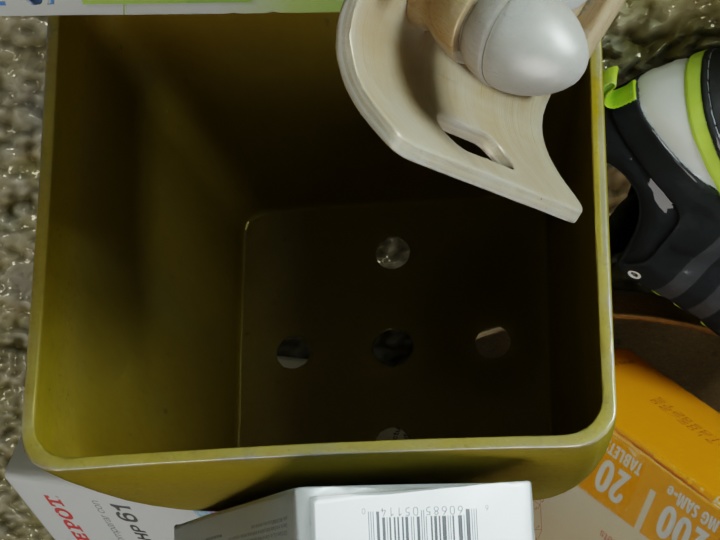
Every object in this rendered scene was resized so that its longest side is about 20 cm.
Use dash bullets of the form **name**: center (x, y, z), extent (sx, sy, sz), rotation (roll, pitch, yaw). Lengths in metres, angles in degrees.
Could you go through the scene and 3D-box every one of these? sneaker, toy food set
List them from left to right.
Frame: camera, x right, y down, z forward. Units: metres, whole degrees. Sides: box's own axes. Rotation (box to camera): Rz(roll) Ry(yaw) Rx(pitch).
- **toy food set**: center (0.085, -0.113, 0.675), extent (0.200, 0.060, 0.143), rotation (-58, 153, 9)
- **sneaker**: center (0.141, -0.015, 0.923), extent (0.083, 0.072, 0.200), rotation (-9, 133, 19)

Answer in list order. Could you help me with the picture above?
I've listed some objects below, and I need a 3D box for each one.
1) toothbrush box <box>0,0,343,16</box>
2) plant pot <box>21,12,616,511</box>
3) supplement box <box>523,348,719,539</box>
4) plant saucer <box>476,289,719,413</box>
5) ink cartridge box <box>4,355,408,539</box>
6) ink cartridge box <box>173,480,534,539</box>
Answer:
- **toothbrush box**: center (-0.037, -0.158, 0.715), extent (0.199, 0.086, 0.146), rotation (1, 144, 5)
- **plant pot**: center (0.000, 0.000, 0.858), extent (0.199, 0.200, 0.176), rotation (-4, 158, 10)
- **supplement box**: center (0.102, 0.151, 0.961), extent (0.073, 0.126, 0.200), rotation (-7, 122, -45)
- **plant saucer**: center (0.110, 0.062, 1.056), extent (0.200, 0.036, 0.200), rotation (2, 146, 1)
- **ink cartridge box**: center (-0.043, 0.108, 1.051), extent (0.200, 0.085, 0.145), rotation (6, 147, 24)
- **ink cartridge box**: center (-0.006, 0.170, 0.808), extent (0.084, 0.176, 0.200), rotation (0, 171, -16)
